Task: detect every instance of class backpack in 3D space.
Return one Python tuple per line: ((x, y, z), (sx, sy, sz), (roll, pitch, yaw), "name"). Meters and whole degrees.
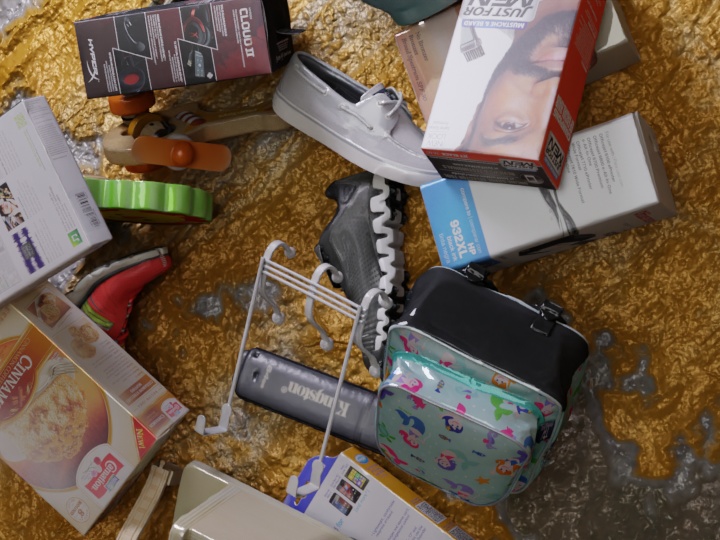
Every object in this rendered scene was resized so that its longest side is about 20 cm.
((0.097, 0.114, 1.340), (0.176, 0.201, 0.151), (25, 62, 9), "backpack")

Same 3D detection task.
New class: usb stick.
((-0.032, 0.129, 1.473), (0.198, 0.033, 0.056), (20, 94, 18), "usb stick")

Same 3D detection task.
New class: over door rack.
((-0.058, 0.090, 1.423), (0.147, 0.066, 0.202), (25, 95, 39), "over door rack")

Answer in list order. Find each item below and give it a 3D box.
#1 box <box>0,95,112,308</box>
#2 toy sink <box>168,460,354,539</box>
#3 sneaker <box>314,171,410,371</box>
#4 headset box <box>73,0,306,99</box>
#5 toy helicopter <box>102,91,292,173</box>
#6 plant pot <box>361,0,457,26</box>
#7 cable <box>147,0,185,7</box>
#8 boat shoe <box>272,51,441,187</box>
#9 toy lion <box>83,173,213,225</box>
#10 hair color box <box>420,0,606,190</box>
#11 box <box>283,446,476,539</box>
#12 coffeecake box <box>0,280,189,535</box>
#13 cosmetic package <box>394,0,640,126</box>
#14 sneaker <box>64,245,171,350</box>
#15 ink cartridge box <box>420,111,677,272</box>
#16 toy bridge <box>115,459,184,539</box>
((-0.329, -0.050, 1.391), (0.199, 0.036, 0.146), (-27, 88, 32), "box")
((-0.121, 0.288, 1.426), (0.198, 0.112, 0.132), (24, 115, 22), "toy sink")
((0.000, 0.000, 1.455), (0.089, 0.066, 0.203), (-3, 83, 20), "sneaker")
((-0.152, -0.218, 1.441), (0.197, 0.149, 0.076), (-7, 102, 7), "headset box")
((-0.155, -0.137, 1.485), (0.197, 0.133, 0.080), (-11, 114, 0), "toy helicopter")
((0.051, -0.312, 1.399), (0.199, 0.201, 0.135), (-28, 107, 15), "plant pot")
((-0.148, -0.327, 1.539), (0.097, 0.050, 0.201), (38, 87, 26), "cable")
((0.010, -0.144, 1.427), (0.199, 0.072, 0.069), (32, 120, 23), "boat shoe")
((-0.250, -0.068, 1.474), (0.190, 0.199, 0.070), (0, 85, 37), "toy lion")
((0.133, -0.176, 1.293), (0.110, 0.064, 0.202), (7, 72, 26), "hair color box")
((0.018, 0.261, 1.442), (0.199, 0.041, 0.120), (37, 105, 18), "box")
((-0.292, 0.133, 1.496), (0.200, 0.073, 0.154), (41, 118, 4), "coffeecake box")
((0.145, -0.206, 1.403), (0.198, 0.087, 0.104), (-24, 79, 15), "cosmetic package")
((-0.254, 0.047, 1.535), (0.199, 0.077, 0.085), (-38, 84, 24), "sneaker")
((0.171, -0.063, 1.357), (0.198, 0.145, 0.085), (-18, 82, 16), "ink cartridge box")
((-0.226, 0.283, 1.511), (0.027, 0.067, 0.202), (19, 94, 18), "toy bridge")
